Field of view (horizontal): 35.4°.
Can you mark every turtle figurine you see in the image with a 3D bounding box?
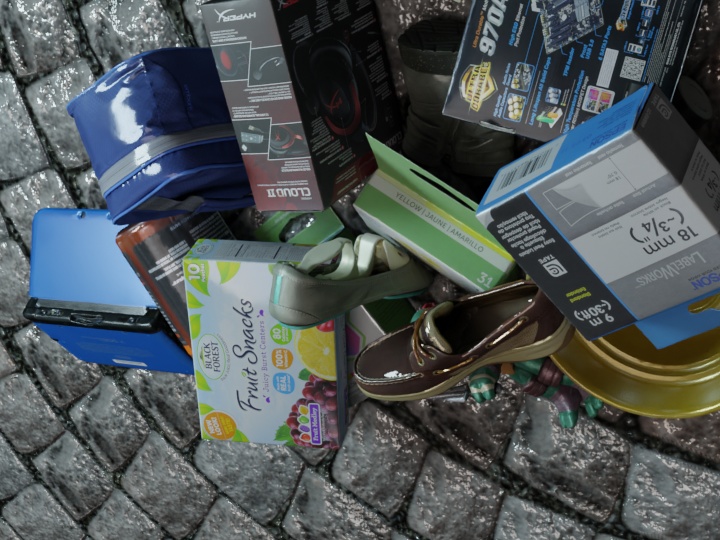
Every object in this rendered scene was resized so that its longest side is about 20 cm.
[{"bbox_3d":[0.110,0.082,1.002,0.200,0.150,0.101,17,87,-4],"label":"turtle figurine"}]

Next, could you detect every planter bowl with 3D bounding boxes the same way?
[{"bbox_3d":[0.242,0.015,0.918,0.200,0.083,0.201,15,124,23],"label":"planter bowl"}]

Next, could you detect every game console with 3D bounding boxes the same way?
[{"bbox_3d":[-0.275,0.025,1.292,0.200,0.118,0.171,4,150,31],"label":"game console"}]

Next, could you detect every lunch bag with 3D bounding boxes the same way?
[{"bbox_3d":[-0.144,-0.115,1.017,0.136,0.200,0.132,-24,84,41],"label":"lunch bag"}]

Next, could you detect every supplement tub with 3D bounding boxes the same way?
[{"bbox_3d":[-0.156,0.021,1.156,0.107,0.107,0.200,-23,103,39],"label":"supplement tub"}]

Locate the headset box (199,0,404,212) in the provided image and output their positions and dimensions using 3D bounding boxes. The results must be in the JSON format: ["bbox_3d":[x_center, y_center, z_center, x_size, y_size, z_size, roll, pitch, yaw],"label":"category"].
[{"bbox_3d":[-0.040,-0.150,0.955,0.075,0.149,0.200,1,118,33],"label":"headset box"}]

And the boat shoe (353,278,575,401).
[{"bbox_3d":[0.072,0.051,0.919,0.200,0.072,0.072,-17,144,28],"label":"boat shoe"}]

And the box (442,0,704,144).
[{"bbox_3d":[0.162,-0.187,0.815,0.159,0.046,0.200,17,101,14],"label":"box"}]

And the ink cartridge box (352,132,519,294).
[{"bbox_3d":[0.063,-0.035,0.944,0.145,0.200,0.048,34,89,12],"label":"ink cartridge box"}]

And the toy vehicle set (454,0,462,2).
[{"bbox_3d":[0.010,-0.305,0.886,0.200,0.027,0.124,25,130,15],"label":"toy vehicle set"}]

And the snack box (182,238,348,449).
[{"bbox_3d":[-0.087,0.071,1.074,0.142,0.053,0.200,3,117,11],"label":"snack box"}]

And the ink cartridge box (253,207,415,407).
[{"bbox_3d":[-0.029,0.028,1.111,0.104,0.059,0.200,-35,96,40],"label":"ink cartridge box"}]

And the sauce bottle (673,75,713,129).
[{"bbox_3d":[0.192,-0.084,0.907,0.065,0.065,0.200,50,129,-3],"label":"sauce bottle"}]

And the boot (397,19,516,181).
[{"bbox_3d":[0.124,-0.131,0.933,0.200,0.068,0.131,14,136,24],"label":"boot"}]

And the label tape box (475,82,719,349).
[{"bbox_3d":[0.203,-0.013,0.800,0.200,0.063,0.144,46,135,-15],"label":"label tape box"}]

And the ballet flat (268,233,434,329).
[{"bbox_3d":[0.000,0.000,0.975,0.067,0.200,0.064,13,109,37],"label":"ballet flat"}]
